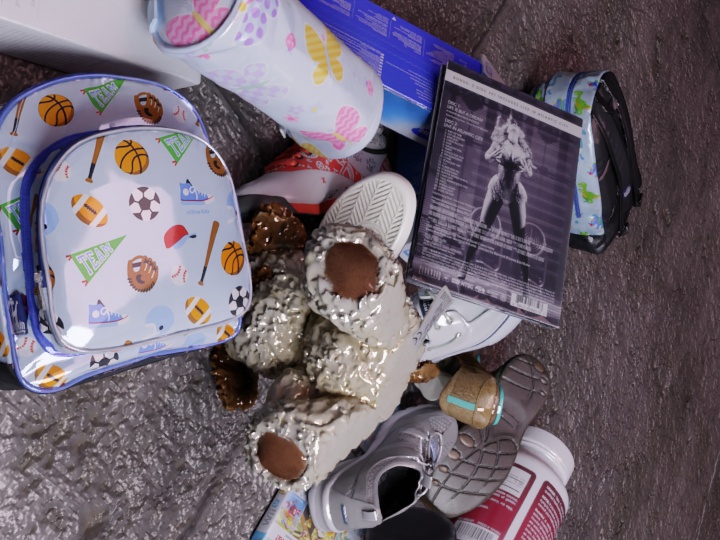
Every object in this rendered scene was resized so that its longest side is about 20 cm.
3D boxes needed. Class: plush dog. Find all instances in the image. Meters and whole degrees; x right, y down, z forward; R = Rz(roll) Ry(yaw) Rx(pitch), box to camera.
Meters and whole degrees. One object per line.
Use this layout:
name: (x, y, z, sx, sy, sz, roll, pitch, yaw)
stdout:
plush dog: (-0.040, 0.045, 0.682, 0.160, 0.171, 0.202, 2, 111, -56)

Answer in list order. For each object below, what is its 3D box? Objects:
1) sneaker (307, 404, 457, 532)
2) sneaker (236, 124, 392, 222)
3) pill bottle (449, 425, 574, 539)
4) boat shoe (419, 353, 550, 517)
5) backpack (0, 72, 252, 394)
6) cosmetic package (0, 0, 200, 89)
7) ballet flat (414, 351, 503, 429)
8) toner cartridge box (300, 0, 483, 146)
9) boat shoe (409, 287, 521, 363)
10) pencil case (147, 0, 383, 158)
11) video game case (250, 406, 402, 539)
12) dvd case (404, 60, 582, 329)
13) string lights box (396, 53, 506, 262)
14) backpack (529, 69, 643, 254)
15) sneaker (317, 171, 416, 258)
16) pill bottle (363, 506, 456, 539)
sneaker: (0.043, 0.191, 0.819, 0.199, 0.081, 0.075, -30, 111, -46)
sneaker: (-0.045, -0.101, 0.765, 0.200, 0.067, 0.109, -9, 94, -51)
pill bottle: (0.159, 0.272, 0.955, 0.200, 0.112, 0.114, -49, 124, -37)
boat shoe: (0.133, 0.180, 0.949, 0.076, 0.074, 0.200, 44, 68, -5)
backpack: (-0.169, -0.029, 0.567, 0.199, 0.153, 0.193, -13, 89, -45)
cosmetic package: (-0.201, -0.192, 0.583, 0.199, 0.074, 0.103, 11, 82, -50)
ballet flat: (0.092, 0.115, 0.885, 0.200, 0.072, 0.069, -102, -156, -85)
toner cartridge box: (0.016, -0.183, 0.774, 0.199, 0.043, 0.096, 23, 54, -20)
boat shoe: (0.077, 0.046, 0.811, 0.066, 0.200, 0.074, 12, 50, -40)
pencil case: (-0.061, -0.152, 0.633, 0.200, 0.090, 0.084, 28, 65, -57)
video game case: (-0.012, 0.209, 0.833, 0.144, 0.018, 0.201, 56, 51, -33)
dvd case: (0.119, -0.065, 0.751, 0.147, 0.016, 0.202, 18, 72, -21)
string lights box: (0.090, -0.104, 0.848, 0.059, 0.102, 0.202, 39, 44, -42)
backpack: (0.279, -0.153, 1.094, 0.164, 0.153, 0.201, -53, 148, -32)
sneaker: (0.000, 0.000, 0.765, 0.084, 0.075, 0.201, -15, 140, -56)
pill bottle: (0.052, 0.332, 0.815, 0.111, 0.111, 0.202, -23, 115, -46)
